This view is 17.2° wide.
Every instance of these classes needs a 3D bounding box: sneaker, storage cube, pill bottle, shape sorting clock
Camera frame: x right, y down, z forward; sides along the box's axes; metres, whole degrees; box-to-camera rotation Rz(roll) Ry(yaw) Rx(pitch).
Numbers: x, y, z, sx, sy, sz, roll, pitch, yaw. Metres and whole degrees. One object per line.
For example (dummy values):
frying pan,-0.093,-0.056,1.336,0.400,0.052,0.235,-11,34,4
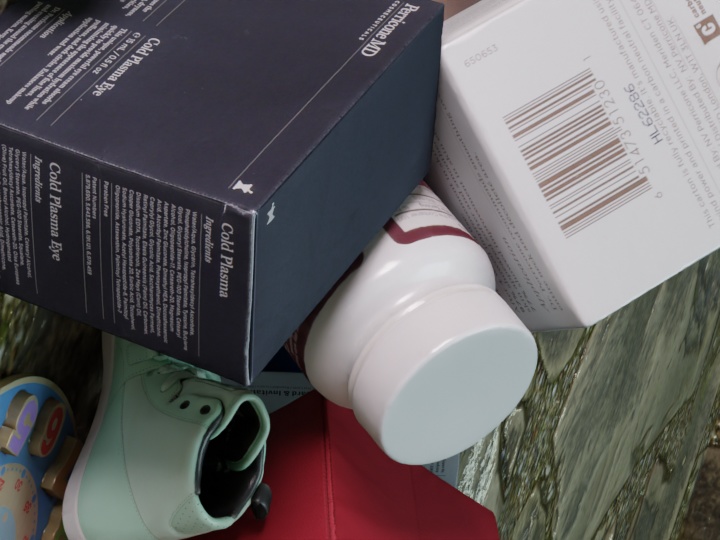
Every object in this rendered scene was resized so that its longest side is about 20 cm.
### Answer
sneaker,-0.083,0.058,1.283,0.074,0.118,0.201,34,56,-39
storage cube,-0.029,0.204,1.321,0.171,0.200,0.180,38,33,-38
pill bottle,0.000,0.000,1.251,0.114,0.200,0.114,-23,142,-20
shape sorting clock,-0.197,0.152,1.254,0.200,0.039,0.200,-54,155,-40

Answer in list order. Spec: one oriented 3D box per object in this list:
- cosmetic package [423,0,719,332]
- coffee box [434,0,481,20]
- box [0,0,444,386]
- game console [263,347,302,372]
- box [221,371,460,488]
cosmetic package,0.113,-0.076,1.293,0.166,0.168,0.200,-31,-173,-16
coffee box,0.036,-0.153,1.442,0.080,0.113,0.201,6,92,-71
box,-0.084,-0.065,1.140,0.200,0.182,0.104,-50,151,-45
game console,-0.024,0.044,1.508,0.171,0.118,0.200,-50,152,-46
box,-0.043,0.130,1.420,0.041,0.199,0.156,-88,-179,-52
